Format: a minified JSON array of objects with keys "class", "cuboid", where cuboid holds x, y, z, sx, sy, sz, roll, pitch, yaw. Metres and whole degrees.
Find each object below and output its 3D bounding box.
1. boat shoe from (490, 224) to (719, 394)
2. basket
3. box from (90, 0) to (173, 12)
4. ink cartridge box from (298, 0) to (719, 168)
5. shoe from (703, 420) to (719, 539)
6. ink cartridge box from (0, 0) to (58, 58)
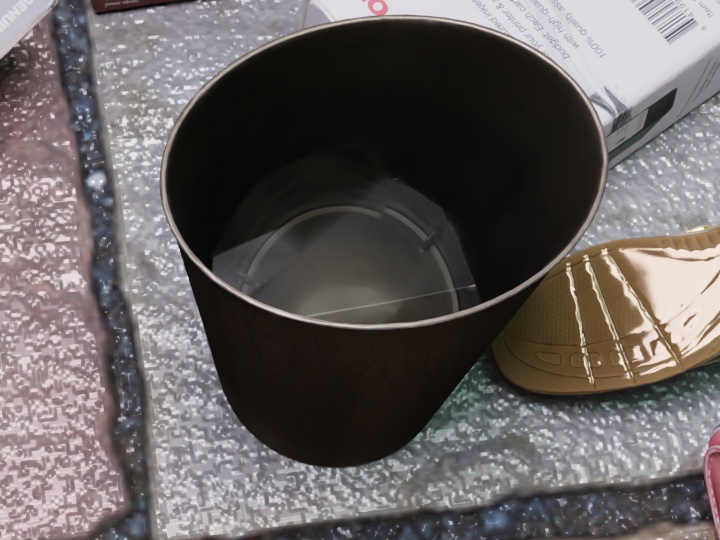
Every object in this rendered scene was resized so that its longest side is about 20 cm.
[{"class":"boat shoe","cuboid":[0.162,0.015,0.953,0.200,0.069,0.074,-17,74,7]},{"class":"basket","cuboid":[0.000,0.000,0.863,0.180,0.200,0.136,-12,68,-12]},{"class":"box","cuboid":[-0.089,-0.213,0.952,0.100,0.200,0.075,-10,66,-12]},{"class":"ink cartridge box","cuboid":[0.086,-0.119,0.996,0.200,0.084,0.146,-34,74,-21]},{"class":"shoe","cuboid":[0.181,0.163,0.882,0.091,0.071,0.200,-16,72,-21]},{"class":"ink cartridge box","cuboid":[-0.268,-0.096,0.937,0.175,0.084,0.200,36,66,10]}]
